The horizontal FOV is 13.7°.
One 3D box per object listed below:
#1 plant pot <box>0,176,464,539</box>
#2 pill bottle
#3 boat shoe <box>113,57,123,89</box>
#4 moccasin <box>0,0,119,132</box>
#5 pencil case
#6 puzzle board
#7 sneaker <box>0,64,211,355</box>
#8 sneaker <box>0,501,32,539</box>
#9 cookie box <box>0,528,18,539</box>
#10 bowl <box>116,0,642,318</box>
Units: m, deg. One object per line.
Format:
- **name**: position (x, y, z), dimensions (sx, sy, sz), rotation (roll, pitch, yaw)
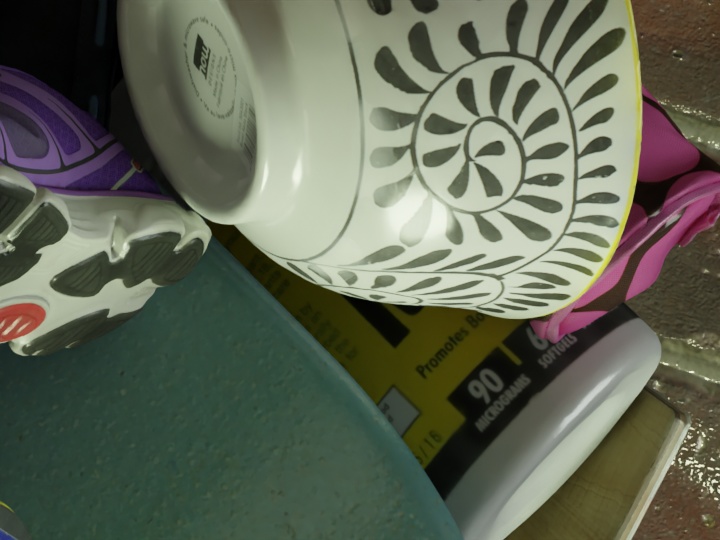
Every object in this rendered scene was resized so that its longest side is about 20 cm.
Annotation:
- **plant pot**: position (-0.058, 0.128, 0.998), dimensions (0.196, 0.200, 0.197), rotation (-49, 167, -18)
- **pill bottle**: position (0.000, 0.000, 1.071), dimensions (0.114, 0.200, 0.114), rotation (-44, 168, -12)
- **boat shoe**: position (-0.065, -0.137, 1.079), dimensions (0.065, 0.072, 0.201), rotation (-63, 175, -59)
- **moccasin**: position (-0.081, -0.109, 0.997), dimensions (0.080, 0.068, 0.201), rotation (35, 72, -84)
- **pencil case**: position (0.041, -0.074, 1.013), dimensions (0.093, 0.200, 0.091), rotation (-21, 159, -42)
- **puzzle board**: position (0.042, 0.085, 1.168), dimensions (0.200, 0.017, 0.151), rotation (38, -76, 56)
- **sneaker**: position (-0.123, -0.023, 0.860), dimensions (0.081, 0.084, 0.200), rotation (-40, 162, 14)
- **sneaker**: position (-0.173, 0.141, 0.841), dimensions (0.200, 0.084, 0.075), rotation (-47, 126, -28)
- **cookie box**: position (-0.151, 0.146, 0.723), dimensions (0.171, 0.075, 0.201), rotation (42, 62, -50)
- **bowl**: position (-0.012, -0.068, 0.899), dimensions (0.094, 0.201, 0.201), rotation (-19, 143, -27)
